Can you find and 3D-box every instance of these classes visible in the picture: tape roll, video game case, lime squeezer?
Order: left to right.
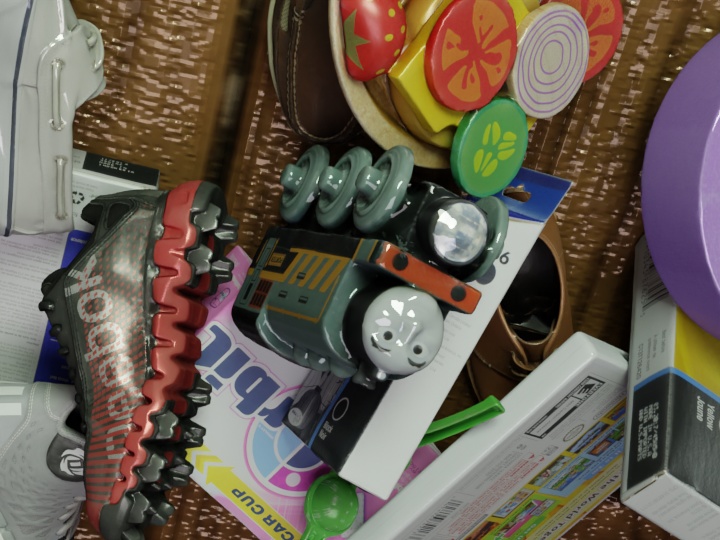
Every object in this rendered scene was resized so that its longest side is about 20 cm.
[{"bbox_3d":[0.002,0.134,0.823,0.200,0.071,0.038,-45,132,6],"label":"lime squeezer"},{"bbox_3d":[0.108,0.126,0.879,0.200,0.023,0.182,-45,146,17],"label":"video game case"},{"bbox_3d":[0.257,-0.046,0.776,0.199,0.066,0.201,-2,97,-17],"label":"tape roll"}]

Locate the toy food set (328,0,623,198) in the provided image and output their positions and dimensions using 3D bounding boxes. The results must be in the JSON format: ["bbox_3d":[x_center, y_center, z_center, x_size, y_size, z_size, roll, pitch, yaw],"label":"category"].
[{"bbox_3d":[0.066,-0.145,0.715,0.200,0.049,0.198,-54,136,-12],"label":"toy food set"}]

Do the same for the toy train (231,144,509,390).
[{"bbox_3d":[0.000,0.000,0.729,0.085,0.200,0.114,27,84,-23],"label":"toy train"}]

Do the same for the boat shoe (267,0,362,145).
[{"bbox_3d":[-0.008,-0.152,0.743,0.074,0.075,0.203,7,119,-6],"label":"boat shoe"}]

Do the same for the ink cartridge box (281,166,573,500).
[{"bbox_3d":[0.033,0.020,0.788,0.039,0.099,0.200,32,87,-24],"label":"ink cartridge box"}]

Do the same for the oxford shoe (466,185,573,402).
[{"bbox_3d":[0.100,0.046,0.864,0.071,0.071,0.201,-11,121,2],"label":"oxford shoe"}]

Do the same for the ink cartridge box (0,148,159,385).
[{"bbox_3d":[-0.190,0.020,0.855,0.094,0.037,0.201,14,115,-11],"label":"ink cartridge box"}]

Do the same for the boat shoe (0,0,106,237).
[{"bbox_3d":[-0.165,-0.107,0.740,0.065,0.072,0.201,2,115,-20],"label":"boat shoe"}]

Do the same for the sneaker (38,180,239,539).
[{"bbox_3d":[-0.130,0.046,0.771,0.098,0.071,0.201,7,81,10],"label":"sneaker"}]

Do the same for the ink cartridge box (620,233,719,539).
[{"bbox_3d":[0.239,0.095,0.826,0.200,0.198,0.047,32,133,-18],"label":"ink cartridge box"}]

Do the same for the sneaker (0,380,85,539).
[{"bbox_3d":[-0.174,0.139,0.863,0.115,0.075,0.200,-4,137,4],"label":"sneaker"}]

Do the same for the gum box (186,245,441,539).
[{"bbox_3d":[-0.044,0.097,0.871,0.113,0.066,0.200,-44,113,1],"label":"gum box"}]
